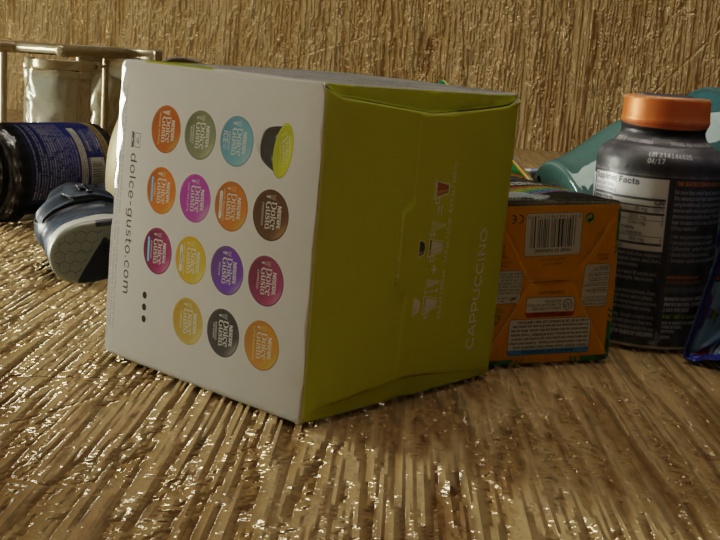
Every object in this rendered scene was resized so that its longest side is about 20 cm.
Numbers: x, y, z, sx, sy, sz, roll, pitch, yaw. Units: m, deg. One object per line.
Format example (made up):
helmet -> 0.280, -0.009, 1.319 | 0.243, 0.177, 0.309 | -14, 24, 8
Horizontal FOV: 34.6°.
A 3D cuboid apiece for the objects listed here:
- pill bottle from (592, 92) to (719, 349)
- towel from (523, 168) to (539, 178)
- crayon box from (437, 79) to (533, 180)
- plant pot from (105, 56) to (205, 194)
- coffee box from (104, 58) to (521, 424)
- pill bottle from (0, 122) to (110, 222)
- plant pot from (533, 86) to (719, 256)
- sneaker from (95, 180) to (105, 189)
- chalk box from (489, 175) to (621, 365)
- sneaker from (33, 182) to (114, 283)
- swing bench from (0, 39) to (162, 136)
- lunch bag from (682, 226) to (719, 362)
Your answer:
pill bottle -> 0.243, -0.044, 0.958 | 0.105, 0.203, 0.106 | 4, 10, -1
towel -> 0.142, -0.092, 1.435 | 0.197, 0.024, 0.147 | 0, -26, -2
crayon box -> 0.146, -0.108, 1.279 | 0.201, 0.058, 0.119 | 54, 12, 29
plant pot -> -0.189, -0.101, 1.215 | 0.134, 0.202, 0.200 | -32, -9, 29
coffee box -> -0.032, -0.032, 0.787 | 0.196, 0.203, 0.199 | 14, 14, 40
pill bottle -> -0.382, -0.113, 1.320 | 0.111, 0.114, 0.199 | 12, 12, 36
plant pot -> 0.275, -0.061, 1.132 | 0.185, 0.203, 0.200 | -13, 15, -13
sneaker -> -0.259, -0.084, 1.316 | 0.198, 0.081, 0.078 | -4, 14, -29
chalk box -> 0.099, -0.009, 0.936 | 0.123, 0.126, 0.200 | -1, 11, -24
sneaker -> -0.209, -0.041, 1.101 | 0.200, 0.078, 0.146 | -2, 15, -26
swing bench -> -0.373, -0.199, 1.543 | 0.128, 0.202, 0.199 | 10, 12, 30
lunch bag -> 0.336, -0.029, 0.915 | 0.093, 0.203, 0.150 | 12, 13, 36
